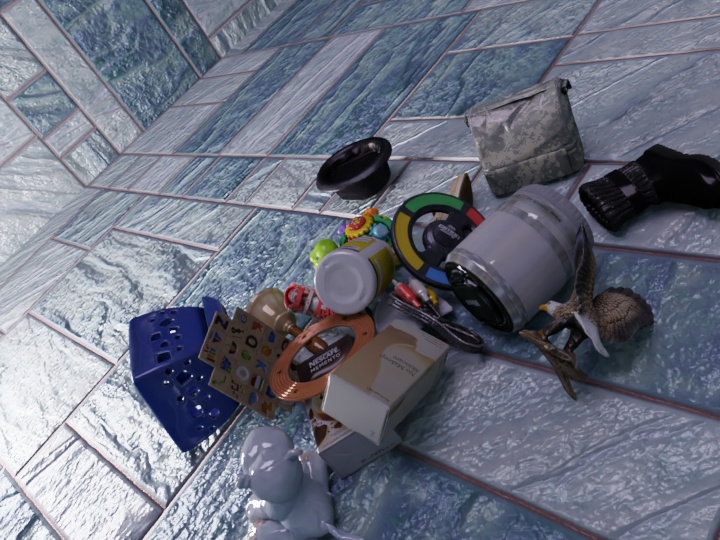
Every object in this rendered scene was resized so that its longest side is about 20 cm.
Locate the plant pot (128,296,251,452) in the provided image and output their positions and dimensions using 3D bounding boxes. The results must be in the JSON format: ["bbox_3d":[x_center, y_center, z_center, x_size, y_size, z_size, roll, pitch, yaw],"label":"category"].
[{"bbox_3d":[-0.305,0.178,1.233,0.179,0.201,0.200,-25,33,-6],"label":"plant pot"}]

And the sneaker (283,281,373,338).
[{"bbox_3d":[-0.068,0.073,1.224,0.201,0.107,0.068,22,95,56],"label":"sneaker"}]

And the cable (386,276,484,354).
[{"bbox_3d":[0.116,0.066,1.068,0.200,0.096,0.051,37,115,50],"label":"cable"}]

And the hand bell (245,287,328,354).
[{"bbox_3d":[-0.125,0.120,1.272,0.199,0.104,0.104,29,68,39],"label":"hand bell"}]

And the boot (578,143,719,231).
[{"bbox_3d":[0.460,-0.118,1.041,0.157,0.080,0.211,-29,24,-3],"label":"boot"}]

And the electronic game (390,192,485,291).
[{"bbox_3d":[0.148,-0.054,1.170,0.198,0.042,0.202,7,58,-11],"label":"electronic game"}]

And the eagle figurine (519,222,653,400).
[{"bbox_3d":[0.308,0.046,0.903,0.151,0.152,0.200,34,70,34],"label":"eagle figurine"}]

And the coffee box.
[{"bbox_3d":[-0.024,0.212,1.061,0.113,0.080,0.200,-32,35,4],"label":"coffee box"}]

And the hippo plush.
[{"bbox_3d":[-0.123,0.320,0.945,0.159,0.161,0.200,-35,34,0],"label":"hippo plush"}]

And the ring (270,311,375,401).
[{"bbox_3d":[-0.060,0.140,1.081,0.199,0.019,0.201,-27,25,14],"label":"ring"}]

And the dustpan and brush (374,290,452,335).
[{"bbox_3d":[0.066,0.067,1.192,0.139,0.058,0.200,-29,40,-11],"label":"dustpan and brush"}]

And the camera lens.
[{"bbox_3d":[0.244,-0.016,1.035,0.200,0.160,0.160,-42,35,-11],"label":"camera lens"}]

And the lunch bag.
[{"bbox_3d":[0.315,-0.262,1.259,0.198,0.168,0.140,-14,40,27],"label":"lunch bag"}]

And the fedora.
[{"bbox_3d":[-0.003,-0.223,1.546,0.199,0.092,0.201,-23,36,18],"label":"fedora"}]

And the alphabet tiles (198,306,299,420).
[{"bbox_3d":[-0.186,0.161,1.158,0.006,0.199,0.167,-33,32,38],"label":"alphabet tiles"}]

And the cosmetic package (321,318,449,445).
[{"bbox_3d":[0.042,0.157,0.976,0.105,0.072,0.200,25,31,21],"label":"cosmetic package"}]

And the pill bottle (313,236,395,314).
[{"bbox_3d":[0.000,0.000,1.180,0.110,0.112,0.200,-19,6,21],"label":"pill bottle"}]

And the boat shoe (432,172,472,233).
[{"bbox_3d":[0.171,-0.113,1.288,0.069,0.074,0.201,-3,46,29],"label":"boat shoe"}]

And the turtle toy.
[{"bbox_3d":[-0.006,-0.051,1.337,0.199,0.101,0.146,-31,35,6],"label":"turtle toy"}]
